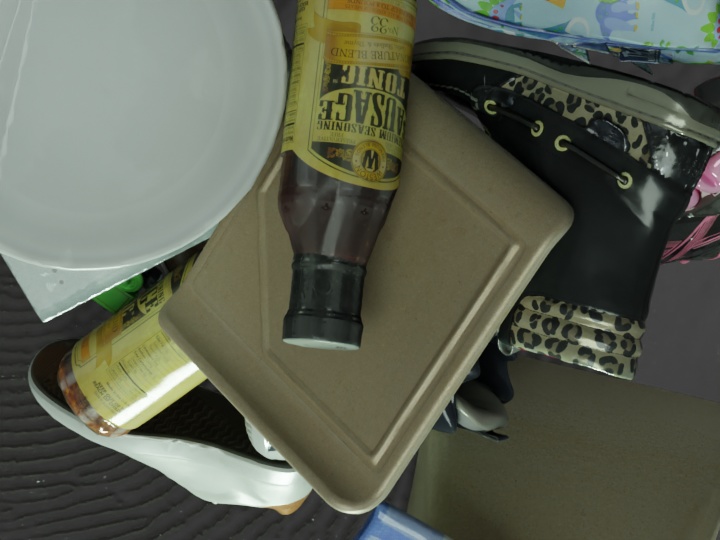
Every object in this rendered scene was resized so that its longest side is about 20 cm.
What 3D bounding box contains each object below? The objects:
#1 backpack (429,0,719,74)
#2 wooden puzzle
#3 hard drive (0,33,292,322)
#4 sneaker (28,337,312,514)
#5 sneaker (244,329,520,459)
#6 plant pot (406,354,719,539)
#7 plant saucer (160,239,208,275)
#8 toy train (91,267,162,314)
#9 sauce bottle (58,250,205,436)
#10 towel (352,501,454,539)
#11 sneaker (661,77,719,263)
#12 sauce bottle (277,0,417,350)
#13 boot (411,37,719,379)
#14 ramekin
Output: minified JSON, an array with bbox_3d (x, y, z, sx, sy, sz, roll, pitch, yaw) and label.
[{"bbox_3d":[0.118,-0.183,0.994,0.199,0.154,0.164,14,116,21],"label":"backpack"},{"bbox_3d":[0.000,0.000,1.052,0.185,0.037,0.200,43,104,32],"label":"wooden puzzle"},{"bbox_3d":[-0.126,-0.077,1.107,0.200,0.033,0.140,-27,106,5],"label":"hard drive"},{"bbox_3d":[-0.124,0.111,1.270,0.199,0.073,0.085,21,142,11],"label":"sneaker"},{"bbox_3d":[0.022,0.073,1.146,0.130,0.079,0.199,46,116,15],"label":"sneaker"},{"bbox_3d":[0.115,0.191,1.197,0.199,0.177,0.201,13,123,6],"label":"plant pot"},{"bbox_3d":[-0.029,-0.031,1.182,0.199,0.032,0.201,6,123,10],"label":"plant saucer"},{"bbox_3d":[-0.210,-0.045,1.215,0.200,0.042,0.056,38,133,-10],"label":"toy train"},{"bbox_3d":[-0.091,0.024,1.167,0.200,0.066,0.066,-35,108,20],"label":"sauce bottle"},{"bbox_3d":[0.061,0.227,1.113,0.200,0.024,0.147,32,123,-5],"label":"towel"},{"bbox_3d":[0.166,-0.026,1.111,0.200,0.079,0.095,-29,132,33],"label":"sneaker"},{"bbox_3d":[-0.008,-0.060,1.011,0.066,0.066,0.201,2,83,13],"label":"sauce bottle"},{"bbox_3d":[0.087,-0.037,1.051,0.203,0.073,0.154,18,93,39],"label":"boot"},{"bbox_3d":[-0.146,-0.107,1.012,0.202,0.094,0.203,-6,109,-16],"label":"ramekin"}]
